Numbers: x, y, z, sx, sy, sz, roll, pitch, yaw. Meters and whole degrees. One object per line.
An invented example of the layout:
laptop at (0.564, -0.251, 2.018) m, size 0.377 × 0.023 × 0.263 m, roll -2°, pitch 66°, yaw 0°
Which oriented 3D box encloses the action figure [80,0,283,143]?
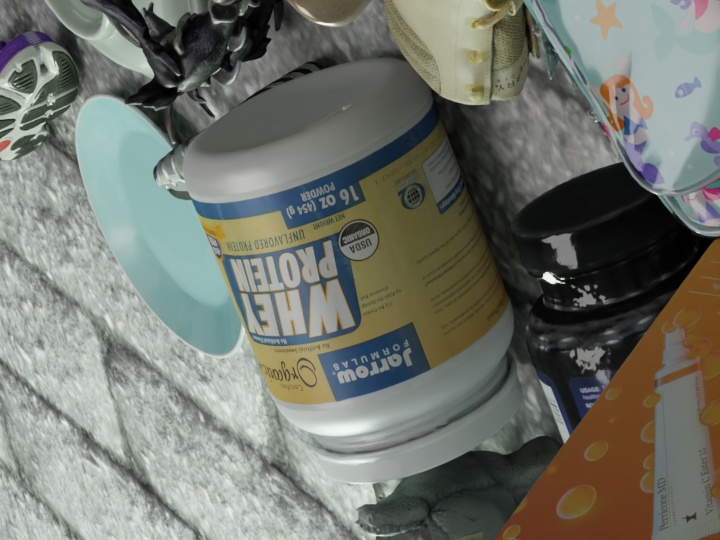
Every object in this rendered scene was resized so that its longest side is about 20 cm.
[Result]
action figure at (-0.093, -0.169, 1.490) m, size 0.102 × 0.118 × 0.201 m, roll 48°, pitch 140°, yaw 21°

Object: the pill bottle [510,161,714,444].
pill bottle at (0.146, 0.054, 1.282) m, size 0.112 × 0.111 × 0.201 m, roll 8°, pitch 124°, yaw 59°

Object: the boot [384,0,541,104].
boot at (0.073, -0.141, 1.259) m, size 0.200 × 0.073 × 0.156 m, roll 31°, pitch 147°, yaw 36°

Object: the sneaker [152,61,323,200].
sneaker at (-0.053, -0.043, 1.599) m, size 0.116 × 0.075 × 0.200 m, roll 58°, pitch 154°, yaw -2°

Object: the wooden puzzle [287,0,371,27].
wooden puzzle at (-0.008, -0.236, 1.225) m, size 0.046 × 0.186 × 0.200 m, roll 17°, pitch -153°, yaw -54°

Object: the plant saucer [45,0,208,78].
plant saucer at (-0.171, -0.203, 1.673) m, size 0.200 × 0.050 × 0.201 m, roll 44°, pitch 151°, yaw 32°

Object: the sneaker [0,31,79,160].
sneaker at (-0.262, -0.132, 1.891) m, size 0.084 × 0.080 × 0.200 m, roll 64°, pitch 156°, yaw 4°

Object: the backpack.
backpack at (0.145, -0.131, 1.017) m, size 0.177 × 0.150 × 0.201 m, roll -35°, pitch 78°, yaw 26°

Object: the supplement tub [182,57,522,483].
supplement tub at (0.000, 0.000, 1.457) m, size 0.144 × 0.144 × 0.201 m, roll 9°, pitch 125°, yaw 59°

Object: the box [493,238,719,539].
box at (0.166, 0.094, 1.144) m, size 0.124 × 0.200 × 0.098 m, roll 8°, pitch 142°, yaw 49°

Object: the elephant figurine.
elephant figurine at (0.045, 0.173, 1.560) m, size 0.156 × 0.141 × 0.200 m, roll 57°, pitch 152°, yaw -8°

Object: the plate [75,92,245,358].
plate at (-0.130, -0.034, 1.807) m, size 0.200 × 0.025 × 0.201 m, roll 43°, pitch 150°, yaw 31°
